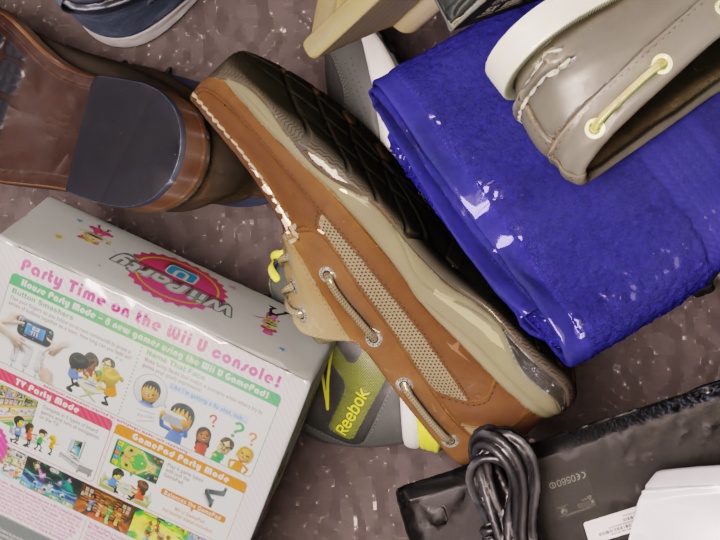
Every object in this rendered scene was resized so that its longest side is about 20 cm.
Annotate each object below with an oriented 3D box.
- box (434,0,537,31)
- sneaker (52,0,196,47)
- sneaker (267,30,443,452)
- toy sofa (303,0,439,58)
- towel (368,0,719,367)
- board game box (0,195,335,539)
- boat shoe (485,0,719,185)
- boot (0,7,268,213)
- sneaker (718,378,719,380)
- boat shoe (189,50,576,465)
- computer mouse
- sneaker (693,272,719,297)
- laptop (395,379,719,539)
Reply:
[{"bbox_3d":[0.066,-0.213,0.631,0.163,0.086,0.202,-22,83,-34],"label":"box"},{"bbox_3d":[-0.067,-0.189,0.739,0.077,0.146,0.203,38,93,6],"label":"sneaker"},{"bbox_3d":[-0.006,-0.014,0.769,0.084,0.074,0.203,-8,90,6],"label":"sneaker"},{"bbox_3d":[-0.014,-0.196,0.682,0.097,0.083,0.201,-26,85,-37],"label":"toy sofa"},{"bbox_3d":[0.121,-0.062,0.693,0.199,0.050,0.148,-30,67,-10],"label":"towel"},{"bbox_3d":[-0.113,0.092,0.758,0.146,0.064,0.202,24,112,4],"label":"board game box"},{"bbox_3d":[0.146,-0.100,0.645,0.200,0.072,0.061,-28,73,-7],"label":"boat shoe"},{"bbox_3d":[-0.127,-0.068,0.791,0.199,0.097,0.075,26,98,34],"label":"boot"},{"bbox_3d":[0.186,0.075,0.749,0.079,0.078,0.201,36,98,-2],"label":"sneaker"},{"bbox_3d":[0.000,0.000,0.703,0.200,0.076,0.074,46,107,1],"label":"boat shoe"},{"bbox_3d":[0.142,0.107,0.658,0.197,0.044,0.111,-5,93,5],"label":"computer mouse"},{"bbox_3d":[0.177,-0.059,0.756,0.199,0.078,0.091,-35,80,-1],"label":"sneaker"},{"bbox_3d":[0.129,0.153,0.736,0.175,0.103,0.202,-19,92,5],"label":"laptop"}]
